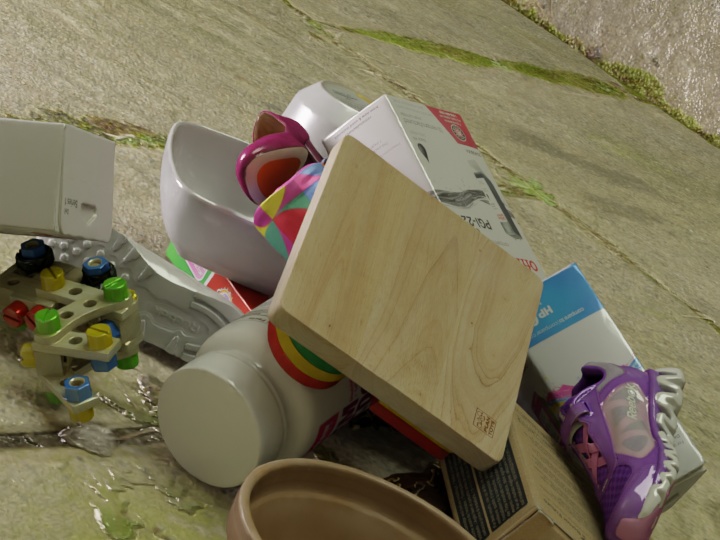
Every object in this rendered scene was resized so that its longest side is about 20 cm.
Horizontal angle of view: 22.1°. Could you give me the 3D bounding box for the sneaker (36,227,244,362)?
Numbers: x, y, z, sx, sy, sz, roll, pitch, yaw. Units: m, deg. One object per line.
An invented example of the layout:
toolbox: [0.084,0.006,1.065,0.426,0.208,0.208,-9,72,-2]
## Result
sneaker: [-0.178,0.019,1.526,0.200,0.076,0.081,34,7,2]

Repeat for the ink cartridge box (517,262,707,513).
ink cartridge box: [0.187,0.117,1.536,0.200,0.085,0.145,57,-15,17]

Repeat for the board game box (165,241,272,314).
board game box: [-0.070,0.033,1.665,0.153,0.040,0.200,14,23,-37]

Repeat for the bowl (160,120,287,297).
bowl: [-0.094,-0.044,1.653,0.200,0.075,0.200,24,19,-15]

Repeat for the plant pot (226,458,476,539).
plant pot: [-0.005,0.216,1.186,0.201,0.093,0.201,24,19,-9]

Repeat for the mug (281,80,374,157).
mug: [-0.034,-0.115,1.933,0.149,0.153,0.187,29,18,7]

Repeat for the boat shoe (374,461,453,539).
boat shoe: [0.037,0.184,1.369,0.070,0.070,0.200,46,13,13]

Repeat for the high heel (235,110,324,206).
high heel: [-0.089,-0.107,1.608,0.096,0.067,0.200,42,7,13]

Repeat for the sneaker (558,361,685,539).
sneaker: [0.187,0.132,1.371,0.088,0.081,0.200,21,32,-1]

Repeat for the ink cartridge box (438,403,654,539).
ink cartridge box: [0.152,0.208,1.355,0.200,0.075,0.165,45,15,-22]

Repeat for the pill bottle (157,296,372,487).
pill bottle: [-0.056,0.080,1.397,0.113,0.114,0.200,34,36,19]

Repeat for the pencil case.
pencil case: [0.000,0.000,1.510,0.200,0.088,0.088,48,23,12]

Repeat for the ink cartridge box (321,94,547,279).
ink cartridge box: [0.070,-0.049,1.675,0.146,0.085,0.200,6,54,-57]

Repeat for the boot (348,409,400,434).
boot: [0.040,0.129,1.532,0.153,0.074,0.204,-2,52,-21]

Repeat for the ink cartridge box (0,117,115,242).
ink cartridge box: [-0.298,-0.073,1.399,0.200,0.085,0.146,5,-1,7]

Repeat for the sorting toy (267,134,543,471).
sorting toy: [0.025,0.033,1.366,0.199,0.070,0.200,36,41,-15]

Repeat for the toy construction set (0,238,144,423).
toy construction set: [-0.244,0.031,1.370,0.200,0.092,0.131,26,42,19]
